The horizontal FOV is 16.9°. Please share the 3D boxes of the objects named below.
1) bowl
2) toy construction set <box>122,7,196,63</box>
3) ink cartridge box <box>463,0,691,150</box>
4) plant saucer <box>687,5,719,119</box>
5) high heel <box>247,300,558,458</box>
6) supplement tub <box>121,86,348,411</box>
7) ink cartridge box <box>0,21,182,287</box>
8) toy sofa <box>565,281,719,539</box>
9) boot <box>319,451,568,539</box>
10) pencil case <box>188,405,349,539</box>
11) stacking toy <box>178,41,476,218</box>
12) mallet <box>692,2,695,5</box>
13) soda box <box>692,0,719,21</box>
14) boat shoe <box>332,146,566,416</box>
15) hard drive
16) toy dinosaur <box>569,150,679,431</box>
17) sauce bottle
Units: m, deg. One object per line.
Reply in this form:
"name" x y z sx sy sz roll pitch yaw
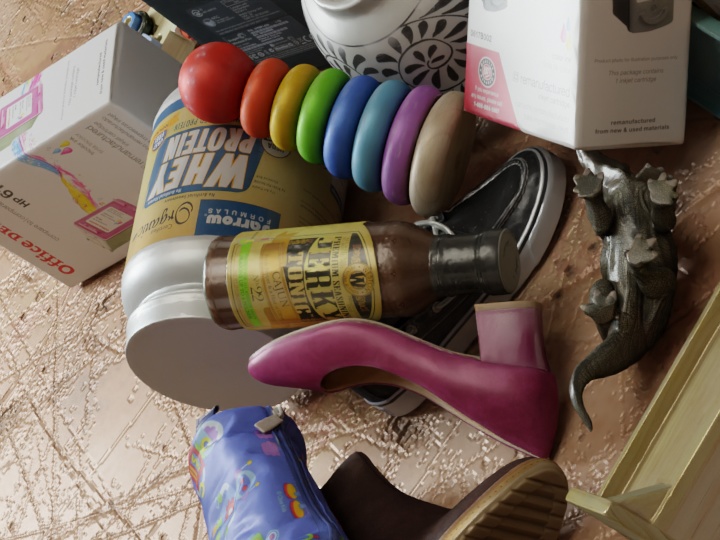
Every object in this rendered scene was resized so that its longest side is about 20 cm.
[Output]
"bowl" 0.021 -0.206 1.624 0.200 0.094 0.202 -13 71 41
"toy construction set" -0.131 -0.211 1.938 0.200 0.092 0.131 -49 34 -10
"ink cartridge box" 0.134 -0.185 1.488 0.147 0.085 0.202 -154 61 -61
"plant saucer" 0.218 -0.122 1.469 0.019 0.070 0.200 -27 33 -12
"high heel" 0.025 0.079 1.491 0.198 0.067 0.097 -7 76 15
"supplement tub" -0.086 -0.020 1.672 0.144 0.144 0.201 -22 47 38
"ink cartridge box" -0.205 -0.084 1.867 0.199 0.144 0.085 -27 45 35
"toy sofa" 0.207 0.072 1.322 0.201 0.097 0.083 -59 11 -5
"boot" 0.026 0.154 1.462 0.200 0.072 0.167 -51 37 13
"pencil case" -0.051 0.152 1.455 0.200 0.078 0.087 -118 47 -62
"stacking toy" -0.028 -0.100 1.603 0.199 0.085 0.086 17 72 15
"mallet" 0.150 -0.245 1.567 0.066 0.041 0.201 -37 84 28
"soda box" 0.267 -0.241 1.497 0.063 0.068 0.201 -4 59 48
"boat shoe" 0.054 -0.003 1.559 0.200 0.068 0.072 -52 35 6
"hard drive" -0.098 -0.211 1.792 0.139 0.200 0.033 -11 53 45
"toy dinosaur" 0.161 0.002 1.424 0.076 0.102 0.202 -8 64 16
"sauce bottle" 0.000 0.000 1.512 0.198 0.065 0.065 -6 55 23
